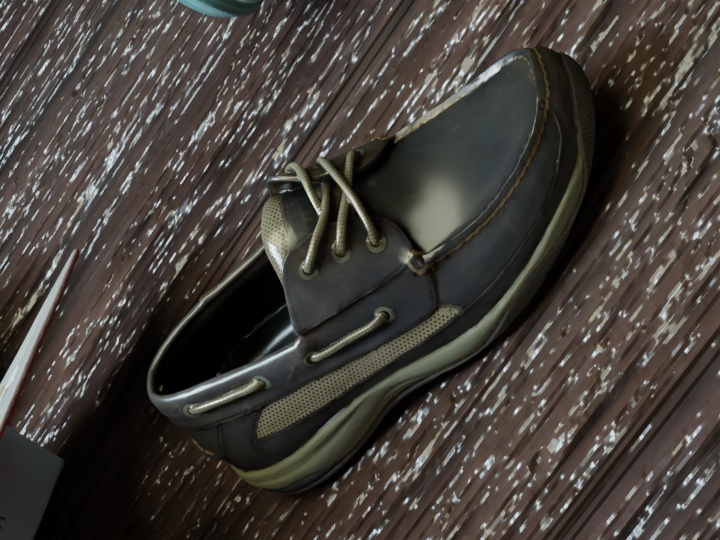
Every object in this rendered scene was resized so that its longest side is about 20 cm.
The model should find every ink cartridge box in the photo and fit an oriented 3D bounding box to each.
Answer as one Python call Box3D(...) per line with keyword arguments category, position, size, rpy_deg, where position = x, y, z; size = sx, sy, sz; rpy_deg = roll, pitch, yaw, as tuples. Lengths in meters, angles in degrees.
Box3D(category="ink cartridge box", position=(-0.148, 0.107, 1.005), size=(0.177, 0.045, 0.200), rpy_deg=(-55, 10, 22))

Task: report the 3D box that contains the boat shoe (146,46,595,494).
Box3D(category="boat shoe", position=(0.000, 0.000, 0.901), size=(0.200, 0.073, 0.075), rpy_deg=(-49, 37, 27))

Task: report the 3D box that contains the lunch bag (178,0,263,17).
Box3D(category="lunch bag", position=(-0.077, -0.198, 1.058), size=(0.077, 0.160, 0.201), rpy_deg=(-34, 39, 33))
